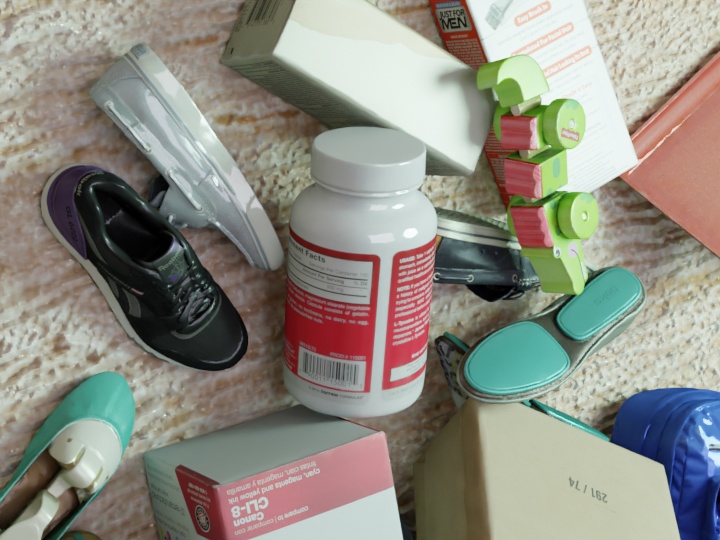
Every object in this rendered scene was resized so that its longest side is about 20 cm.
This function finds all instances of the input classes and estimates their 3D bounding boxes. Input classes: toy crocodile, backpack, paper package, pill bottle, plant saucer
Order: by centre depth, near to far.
[{"bbox_3d":[0.000,0.000,1.178,0.112,0.112,0.201,-10,117,-29],"label":"pill bottle"},{"bbox_3d":[0.137,-0.072,1.215,0.062,0.067,0.201,-30,117,-39],"label":"toy crocodile"},{"bbox_3d":[0.152,0.215,1.236,0.199,0.191,0.104,24,124,-19],"label":"paper package"},{"bbox_3d":[0.310,0.206,1.374,0.162,0.167,0.202,7,86,-36],"label":"backpack"},{"bbox_3d":[0.352,-0.087,1.395,0.199,0.037,0.200,41,69,17],"label":"plant saucer"}]

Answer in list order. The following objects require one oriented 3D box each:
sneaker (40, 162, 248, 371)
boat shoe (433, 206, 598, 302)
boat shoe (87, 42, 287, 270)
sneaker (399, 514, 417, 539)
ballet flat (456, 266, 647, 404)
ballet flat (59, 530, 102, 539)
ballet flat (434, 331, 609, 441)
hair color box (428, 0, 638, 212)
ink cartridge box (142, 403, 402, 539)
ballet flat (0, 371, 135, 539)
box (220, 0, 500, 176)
[{"bbox_3d":[-0.148,0.007,1.135,0.200,0.087,0.076,47,71,-25],"label":"sneaker"},{"bbox_3d":[0.114,-0.007,1.295,0.199,0.074,0.063,10,101,-37],"label":"boat shoe"},{"bbox_3d":[-0.130,-0.071,1.160,0.071,0.070,0.201,-35,113,-2],"label":"boat shoe"},{"bbox_3d":[0.059,0.247,1.293,0.081,0.074,0.200,-52,122,-28],"label":"sneaker"},{"bbox_3d":[0.155,0.065,1.274,0.199,0.064,0.067,-30,67,-28],"label":"ballet flat"},{"bbox_3d":[-0.188,0.291,1.148,0.068,0.063,0.201,-21,104,-27],"label":"ballet flat"},{"bbox_3d":[0.127,0.127,1.318,0.200,0.072,0.072,34,77,-26],"label":"ballet flat"},{"bbox_3d":[0.146,-0.158,1.308,0.111,0.064,0.201,-29,109,-24],"label":"hair color box"},{"bbox_3d":[-0.057,0.223,1.171,0.144,0.145,0.202,-16,101,-28],"label":"ink cartridge box"},{"bbox_3d":[-0.219,0.160,1.116,0.067,0.070,0.200,46,72,-23],"label":"ballet flat"},{"bbox_3d":[0.003,-0.150,1.209,0.199,0.095,0.078,28,79,-30],"label":"box"}]
